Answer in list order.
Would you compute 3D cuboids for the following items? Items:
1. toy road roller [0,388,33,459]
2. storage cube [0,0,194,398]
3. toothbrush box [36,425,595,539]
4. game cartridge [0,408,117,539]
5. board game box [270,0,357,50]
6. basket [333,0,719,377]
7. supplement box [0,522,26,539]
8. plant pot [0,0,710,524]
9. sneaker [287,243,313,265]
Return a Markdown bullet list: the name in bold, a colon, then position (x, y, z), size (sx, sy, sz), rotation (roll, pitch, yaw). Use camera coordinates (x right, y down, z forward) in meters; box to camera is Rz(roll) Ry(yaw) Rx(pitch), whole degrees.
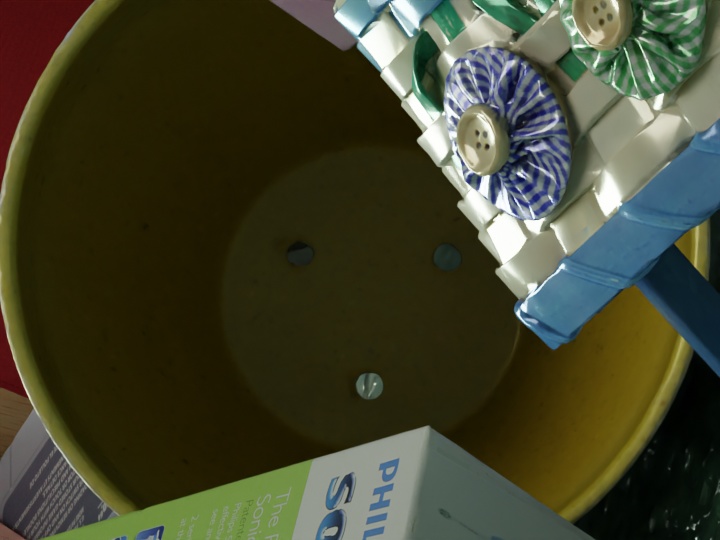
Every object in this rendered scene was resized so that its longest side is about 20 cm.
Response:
- **toy road roller**: position (-0.127, 0.134, 1.215), size (0.146, 0.123, 0.201), rotation (8, 87, 54)
- **storage cube**: position (-0.140, -0.096, 1.005), size (0.171, 0.179, 0.200), rotation (-72, 5, -57)
- **toothbrush box**: position (-0.038, 0.140, 0.759), size (0.200, 0.086, 0.146), rotation (-21, 46, 43)
- **game cartridge**: position (-0.087, 0.085, 1.055), size (0.200, 0.041, 0.134), rotation (-52, 29, 44)
- **board game box**: position (0.057, -0.184, 0.790), size (0.199, 0.043, 0.201), rotation (-34, 34, 42)
- **basket**: position (0.103, -0.039, 0.659), size (0.139, 0.200, 0.176), rotation (-48, -2, -41)
- **supplement box**: position (-0.190, 0.116, 1.069), size (0.200, 0.126, 0.074), rotation (16, 93, 66)
- **plant pot**: position (0.000, 0.000, 0.899), size (0.142, 0.199, 0.201), rotation (74, -155, -83)
- **sneaker**: position (-0.039, -0.028, 1.131), size (0.078, 0.078, 0.200), rotation (-69, 23, -1)
